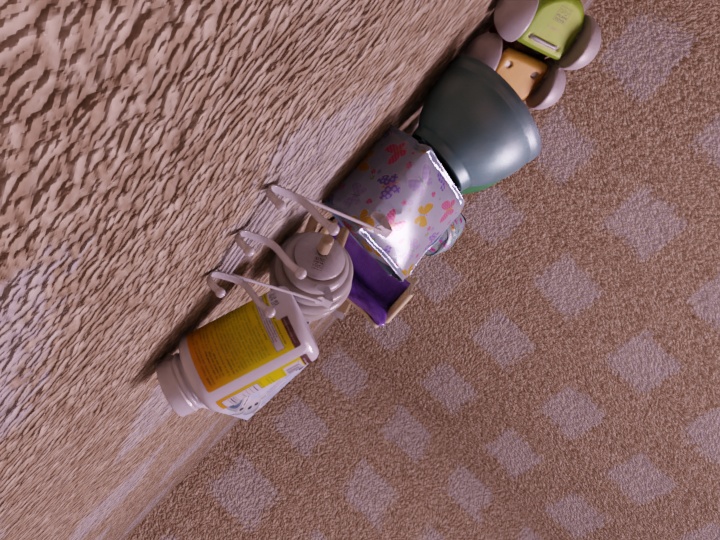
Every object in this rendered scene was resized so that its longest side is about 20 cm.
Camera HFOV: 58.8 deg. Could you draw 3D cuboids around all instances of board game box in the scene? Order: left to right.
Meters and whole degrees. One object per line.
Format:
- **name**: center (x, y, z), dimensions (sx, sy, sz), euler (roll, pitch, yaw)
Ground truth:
- **board game box**: center (-0.198, 0.184, 1.189), dimensions (0.200, 0.043, 0.199), euler (-43, 152, 1)

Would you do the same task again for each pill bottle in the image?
- **pill bottle**: center (-0.162, 0.111, 0.844), dimensions (0.198, 0.110, 0.109), euler (-27, 174, -5)

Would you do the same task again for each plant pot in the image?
- **plant pot**: center (0.165, -0.210, 1.004), dimensions (0.134, 0.201, 0.200), euler (-42, 176, -3)

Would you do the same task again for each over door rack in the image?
- **over door rack**: center (-0.061, -0.013, 0.757), dimensions (0.198, 0.067, 0.148), euler (10, 129, -47)

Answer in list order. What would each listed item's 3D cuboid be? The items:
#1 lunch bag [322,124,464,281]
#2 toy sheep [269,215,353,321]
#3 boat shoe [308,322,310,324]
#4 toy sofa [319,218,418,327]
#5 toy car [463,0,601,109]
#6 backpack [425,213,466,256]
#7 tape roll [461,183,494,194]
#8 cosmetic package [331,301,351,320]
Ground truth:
- **lunch bag**: center (0.063, -0.094, 1.012), dimensions (0.170, 0.127, 0.200), euler (-49, 136, -1)
- **toy sheep**: center (-0.071, 0.001, 0.937), dimensions (0.138, 0.137, 0.201), euler (-45, 167, -31)
- **boat shoe**: center (-0.108, 0.033, 1.303), dimensions (0.201, 0.071, 0.073), euler (118, -5, -54)
- **toy sofa**: center (0.000, 0.000, 1.144), dimensions (0.083, 0.199, 0.098), euler (-49, -179, 31)
- **toy car**: center (0.266, -0.370, 1.018), dimensions (0.200, 0.173, 0.152), euler (127, -28, -46)
- **backpack**: center (0.159, -0.134, 1.591), dimensions (0.127, 0.200, 0.167), euler (-44, 175, -43)
- **tape roll**: center (0.209, -0.239, 1.246), dimensions (0.201, 0.198, 0.049), euler (-52, -147, 41)
- **cosmetic package**: center (-0.025, 0.005, 1.478), dimensions (0.202, 0.070, 0.105), euler (-64, 179, -12)
